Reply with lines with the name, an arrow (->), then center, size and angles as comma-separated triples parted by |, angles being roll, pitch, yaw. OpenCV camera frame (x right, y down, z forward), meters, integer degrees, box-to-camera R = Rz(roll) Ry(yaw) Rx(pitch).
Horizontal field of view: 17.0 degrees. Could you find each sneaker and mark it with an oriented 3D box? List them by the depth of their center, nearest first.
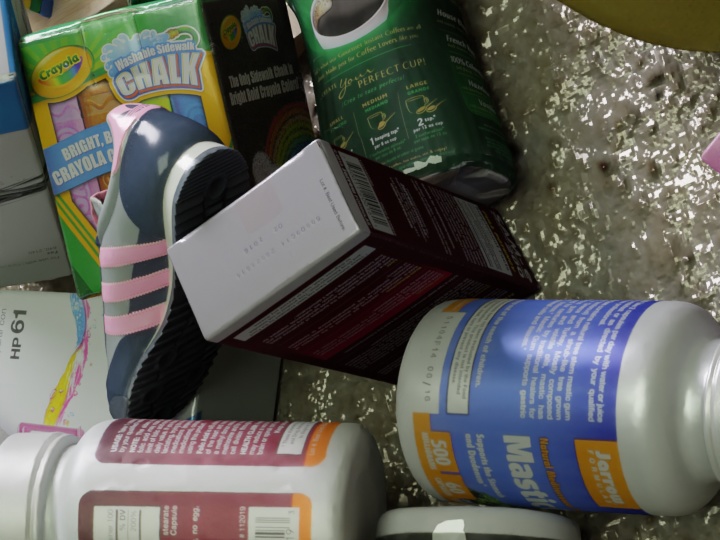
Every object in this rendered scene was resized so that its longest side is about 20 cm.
sneaker -> -0.115, -0.003, 1.320 | 0.082, 0.070, 0.200 | 37, 129, 29

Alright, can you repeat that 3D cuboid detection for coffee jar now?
coffee jar -> 0.017, -0.125, 1.388 | 0.104, 0.085, 0.200 | -22, 69, 25

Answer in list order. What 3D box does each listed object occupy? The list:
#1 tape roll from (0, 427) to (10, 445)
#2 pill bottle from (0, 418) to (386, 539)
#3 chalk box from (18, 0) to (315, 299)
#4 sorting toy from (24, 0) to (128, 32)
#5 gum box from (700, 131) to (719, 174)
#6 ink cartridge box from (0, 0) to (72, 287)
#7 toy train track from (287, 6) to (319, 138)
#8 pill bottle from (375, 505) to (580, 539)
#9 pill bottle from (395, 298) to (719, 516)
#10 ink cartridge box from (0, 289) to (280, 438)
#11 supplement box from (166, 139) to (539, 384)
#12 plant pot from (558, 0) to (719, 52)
tape roll -> -0.260, 0.174, 1.438 | 0.203, 0.037, 0.203 | 7, 104, 32
pill bottle -> -0.093, 0.137, 1.296 | 0.200, 0.114, 0.114 | 0, 78, 14
chalk box -> -0.110, -0.099, 1.396 | 0.124, 0.125, 0.200 | -11, 94, 22
sorting toy -> -0.269, -0.218, 1.601 | 0.200, 0.070, 0.199 | -30, 65, 23
gum box -> 0.271, -0.091, 1.206 | 0.113, 0.066, 0.200 | 39, 101, 7
ink cartridge box -> -0.234, -0.103, 1.453 | 0.086, 0.200, 0.147 | -10, 56, -4
toy train track -> -0.099, -0.078, 1.483 | 0.115, 0.033, 0.200 | 44, 104, 32
pill bottle -> 0.059, 0.228, 1.265 | 0.111, 0.111, 0.200 | -4, 77, 31
pill bottle -> 0.129, 0.071, 1.256 | 0.200, 0.112, 0.112 | 0, 79, 33
ink cartridge box -> -0.157, 0.090, 1.449 | 0.200, 0.085, 0.145 | 1, 81, 33
supplement box -> 0.000, 0.000, 1.300 | 0.109, 0.200, 0.061 | -35, 65, 21
plant pot -> 0.152, -0.225, 1.246 | 0.194, 0.200, 0.196 | -49, 26, 13
